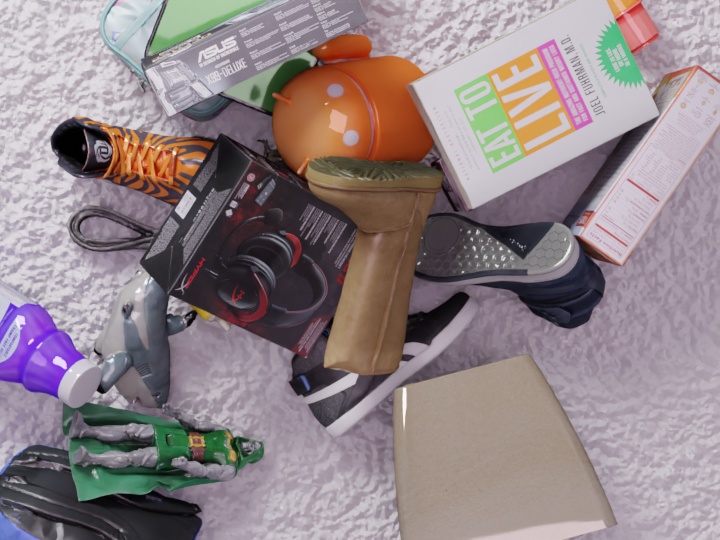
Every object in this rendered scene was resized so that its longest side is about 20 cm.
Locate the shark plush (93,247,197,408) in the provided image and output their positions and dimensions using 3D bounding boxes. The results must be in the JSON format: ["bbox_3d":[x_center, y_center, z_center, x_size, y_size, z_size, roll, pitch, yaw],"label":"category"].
[{"bbox_3d":[-0.203,0.042,1.631,0.083,0.091,0.200,16,100,-17],"label":"shark plush"}]

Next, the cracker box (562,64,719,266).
[{"bbox_3d":[0.280,-0.102,1.613,0.058,0.134,0.200,35,92,-4],"label":"cracker box"}]

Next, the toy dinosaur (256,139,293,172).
[{"bbox_3d":[-0.110,-0.078,1.626,0.088,0.047,0.200,20,80,-13],"label":"toy dinosaur"}]

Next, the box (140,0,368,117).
[{"bbox_3d":[-0.101,-0.209,1.505,0.200,0.158,0.050,-26,103,-3],"label":"box"}]

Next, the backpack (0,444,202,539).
[{"bbox_3d":[-0.285,0.281,1.603,0.200,0.163,0.168,30,111,-4],"label":"backpack"}]

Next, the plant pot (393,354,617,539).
[{"bbox_3d":[0.120,0.185,1.601,0.200,0.200,0.177,-14,83,-1],"label":"plant pot"}]

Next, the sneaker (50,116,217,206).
[{"bbox_3d":[-0.213,-0.101,1.576,0.200,0.112,0.078,9,93,26],"label":"sneaker"}]

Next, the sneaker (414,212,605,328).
[{"bbox_3d":[0.145,0.003,1.638,0.202,0.146,0.077,6,73,32],"label":"sneaker"}]

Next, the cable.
[{"bbox_3d":[-0.193,-0.026,1.646,0.200,0.050,0.097,29,89,-4],"label":"cable"}]

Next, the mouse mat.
[{"bbox_3d":[-0.101,-0.262,1.579,0.161,0.008,0.200,21,95,-11],"label":"mouse mat"}]

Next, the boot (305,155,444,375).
[{"bbox_3d":[0.000,0.000,1.519,0.066,0.175,0.200,27,108,41],"label":"boot"}]

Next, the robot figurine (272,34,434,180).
[{"bbox_3d":[-0.003,-0.143,1.580,0.117,0.200,0.144,35,122,31],"label":"robot figurine"}]

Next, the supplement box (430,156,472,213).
[{"bbox_3d":[0.173,-0.127,1.622,0.200,0.109,0.061,-28,93,-1],"label":"supplement box"}]

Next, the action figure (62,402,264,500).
[{"bbox_3d":[-0.188,0.175,1.627,0.200,0.055,0.118,6,51,-28],"label":"action figure"}]

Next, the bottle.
[{"bbox_3d":[-0.342,0.065,1.605,0.200,0.065,0.084,31,94,22],"label":"bottle"}]

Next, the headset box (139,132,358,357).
[{"bbox_3d":[-0.084,-0.018,1.563,0.200,0.075,0.149,28,98,-39],"label":"headset box"}]

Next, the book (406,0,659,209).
[{"bbox_3d":[0.163,-0.160,1.545,0.200,0.048,0.134,-28,97,-4],"label":"book"}]

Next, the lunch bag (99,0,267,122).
[{"bbox_3d":[-0.155,-0.256,1.623,0.160,0.077,0.200,41,90,-4],"label":"lunch bag"}]

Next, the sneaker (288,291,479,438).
[{"bbox_3d":[0.013,0.064,1.644,0.200,0.073,0.112,-41,92,1],"label":"sneaker"}]

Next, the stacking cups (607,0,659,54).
[{"bbox_3d":[0.229,-0.308,1.648,0.060,0.061,0.200,-33,98,0],"label":"stacking cups"}]
